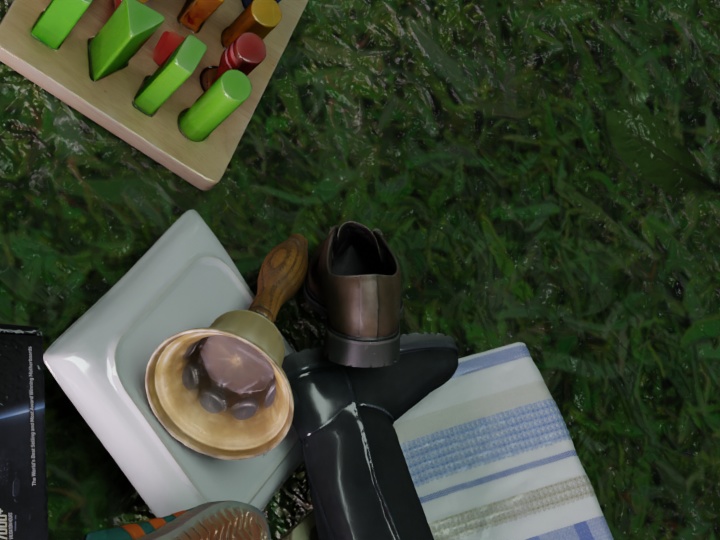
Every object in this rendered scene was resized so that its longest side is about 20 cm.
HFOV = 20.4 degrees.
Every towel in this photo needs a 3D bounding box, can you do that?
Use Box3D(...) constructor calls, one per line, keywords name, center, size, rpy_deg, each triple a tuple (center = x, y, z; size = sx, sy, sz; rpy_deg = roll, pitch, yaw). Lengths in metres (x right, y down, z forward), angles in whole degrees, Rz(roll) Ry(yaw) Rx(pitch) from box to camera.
Box3D(name="towel", center=(0.094, 0.155, 1.495), size=(0.146, 0.024, 0.201), rpy_deg=(-17, 63, -13))

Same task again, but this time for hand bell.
Box3D(name="hand bell", center=(-0.071, 0.033, 1.409), size=(0.104, 0.104, 0.200), rpy_deg=(40, 33, -10))

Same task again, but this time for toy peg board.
Box3D(name="toy peg board", center=(-0.140, -0.204, 1.506), size=(0.199, 0.098, 0.200), rpy_deg=(33, 60, -15))

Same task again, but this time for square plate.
Box3D(name="square plate", center=(-0.108, 0.081, 1.414), size=(0.199, 0.028, 0.200), rpy_deg=(55, 42, -14))

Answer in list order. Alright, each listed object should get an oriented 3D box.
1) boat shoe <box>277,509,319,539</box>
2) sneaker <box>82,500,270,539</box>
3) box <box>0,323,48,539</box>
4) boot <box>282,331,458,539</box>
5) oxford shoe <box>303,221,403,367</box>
Box3D(name="boat shoe", center=(-0.061, 0.240, 1.400), size=(0.068, 0.075, 0.200), rpy_deg=(49, 56, 2))
Box3D(name="sneaker", center=(-0.139, 0.190, 1.301), size=(0.200, 0.080, 0.072), rpy_deg=(-8, 96, -56))
Box3D(name="box", center=(-0.293, 0.137, 1.304), size=(0.163, 0.086, 0.201), rpy_deg=(5, 70, -27))
Box3D(name="boot", center=(0.031, 0.151, 1.436), size=(0.164, 0.066, 0.201), rpy_deg=(-7, 66, -34))
Box3D(name="oxford shoe", center=(0.000, 0.000, 1.459), size=(0.072, 0.200, 0.085), rpy_deg=(0, 106, -9))
